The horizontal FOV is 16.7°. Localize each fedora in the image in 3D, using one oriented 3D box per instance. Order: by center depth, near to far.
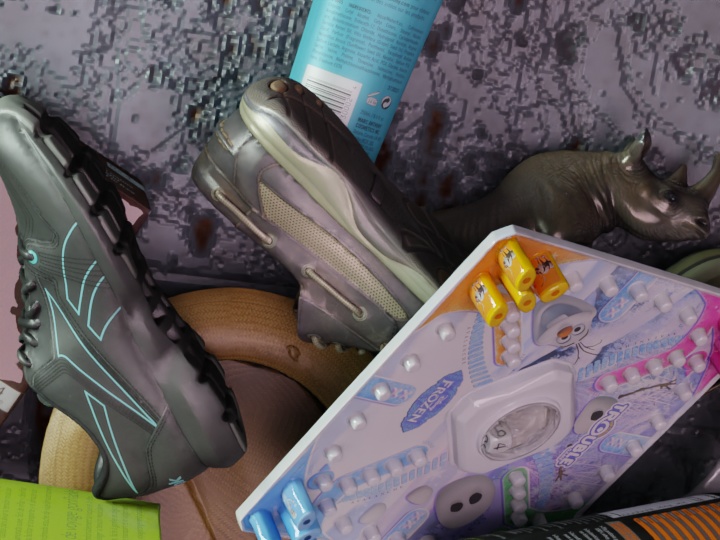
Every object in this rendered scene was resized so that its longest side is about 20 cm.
[{"bbox_3d":[-0.066,0.103,1.217,0.201,0.082,0.201,-1,99,-8],"label":"fedora"}]

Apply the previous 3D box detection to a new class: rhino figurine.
[{"bbox_3d":[0.093,-0.012,1.222,0.200,0.060,0.087,-28,83,-3],"label":"rhino figurine"}]

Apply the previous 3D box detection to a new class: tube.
[{"bbox_3d":[0.010,-0.137,1.188,0.077,0.050,0.200,19,97,-16],"label":"tube"}]

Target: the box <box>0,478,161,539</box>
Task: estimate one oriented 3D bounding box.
[{"bbox_3d":[-0.189,0.124,1.099,0.200,0.122,0.048,9,100,-8],"label":"box"}]

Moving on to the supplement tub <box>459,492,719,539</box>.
[{"bbox_3d":[0.134,0.174,1.170,0.200,0.123,0.123,-7,106,-26],"label":"supplement tub"}]

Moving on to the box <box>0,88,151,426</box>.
[{"bbox_3d":[-0.197,0.019,1.178,0.100,0.075,0.200,33,95,-15],"label":"box"}]

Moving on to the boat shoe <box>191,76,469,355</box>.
[{"bbox_3d":[0.000,0.000,1.159,0.073,0.074,0.200,-39,97,19],"label":"boat shoe"}]

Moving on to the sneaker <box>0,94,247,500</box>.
[{"bbox_3d":[-0.127,0.017,1.114,0.079,0.075,0.200,-27,103,6],"label":"sneaker"}]

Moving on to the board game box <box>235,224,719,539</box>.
[{"bbox_3d":[0.074,0.074,1.135,0.200,0.026,0.200,15,126,-43],"label":"board game box"}]

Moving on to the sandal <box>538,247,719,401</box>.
[{"bbox_3d":[0.151,0.038,1.204,0.201,0.057,0.080,-9,136,-50],"label":"sandal"}]

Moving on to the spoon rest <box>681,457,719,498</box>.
[{"bbox_3d":[0.153,0.142,1.275,0.099,0.061,0.200,33,96,-18],"label":"spoon rest"}]
